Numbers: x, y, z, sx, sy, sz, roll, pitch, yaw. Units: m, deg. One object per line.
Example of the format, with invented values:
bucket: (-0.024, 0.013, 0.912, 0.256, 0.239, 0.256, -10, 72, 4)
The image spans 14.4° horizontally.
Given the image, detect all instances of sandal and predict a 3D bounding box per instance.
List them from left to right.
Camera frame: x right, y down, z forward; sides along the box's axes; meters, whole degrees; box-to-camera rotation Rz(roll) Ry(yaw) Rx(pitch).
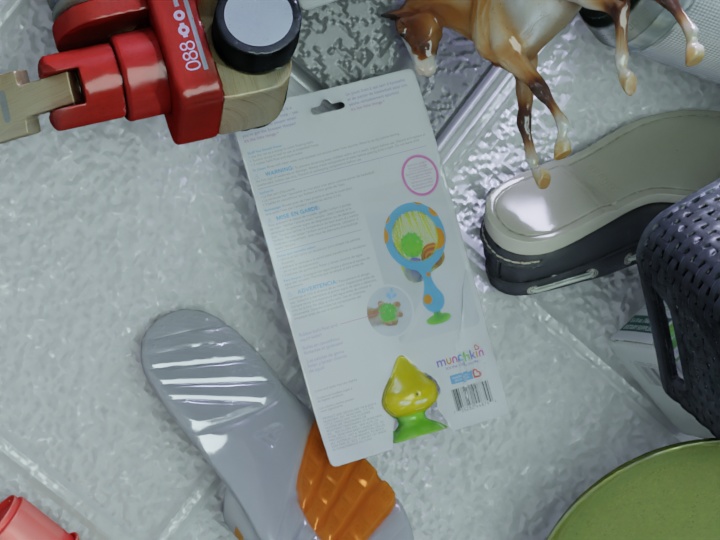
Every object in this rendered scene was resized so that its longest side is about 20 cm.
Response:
sandal: (-0.047, 0.111, 1.569, 0.079, 0.059, 0.207, -34, 81, -23)

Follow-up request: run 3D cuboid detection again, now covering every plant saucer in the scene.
plant saucer: (0.189, 0.171, 1.626, 0.199, 0.031, 0.200, -5, 122, -8)

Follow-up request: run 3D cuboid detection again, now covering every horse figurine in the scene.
horse figurine: (0.107, -0.136, 1.527, 0.050, 0.200, 0.133, -9, 67, -42)

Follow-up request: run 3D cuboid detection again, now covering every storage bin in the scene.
storage bin: (0.262, 0.004, 1.536, 0.200, 0.094, 0.135, -29, 130, -16)

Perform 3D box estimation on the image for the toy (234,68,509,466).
toy: (0.000, 0.000, 1.576, 0.115, 0.047, 0.200, -15, 84, -26)

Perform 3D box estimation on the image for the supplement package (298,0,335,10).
supplement package: (0.054, -0.229, 1.494, 0.117, 0.200, 0.118, -35, 106, -55)

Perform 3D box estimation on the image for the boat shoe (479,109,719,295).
boat shoe: (0.156, -0.037, 1.639, 0.200, 0.073, 0.063, -18, 141, -23)

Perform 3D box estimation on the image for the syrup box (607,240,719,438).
syrup box: (0.249, 0.005, 1.649, 0.200, 0.079, 0.081, -43, 104, -12)

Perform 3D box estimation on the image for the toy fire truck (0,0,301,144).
toy fire truck: (-0.148, -0.139, 1.492, 0.199, 0.129, 0.176, -14, 72, -12)

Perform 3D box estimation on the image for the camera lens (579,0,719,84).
camera lens: (0.229, -0.178, 1.591, 0.200, 0.160, 0.160, 17, 87, -19)

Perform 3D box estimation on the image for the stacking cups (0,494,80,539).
stacking cups: (-0.124, 0.196, 1.549, 0.200, 0.060, 0.061, 43, 79, -11)
